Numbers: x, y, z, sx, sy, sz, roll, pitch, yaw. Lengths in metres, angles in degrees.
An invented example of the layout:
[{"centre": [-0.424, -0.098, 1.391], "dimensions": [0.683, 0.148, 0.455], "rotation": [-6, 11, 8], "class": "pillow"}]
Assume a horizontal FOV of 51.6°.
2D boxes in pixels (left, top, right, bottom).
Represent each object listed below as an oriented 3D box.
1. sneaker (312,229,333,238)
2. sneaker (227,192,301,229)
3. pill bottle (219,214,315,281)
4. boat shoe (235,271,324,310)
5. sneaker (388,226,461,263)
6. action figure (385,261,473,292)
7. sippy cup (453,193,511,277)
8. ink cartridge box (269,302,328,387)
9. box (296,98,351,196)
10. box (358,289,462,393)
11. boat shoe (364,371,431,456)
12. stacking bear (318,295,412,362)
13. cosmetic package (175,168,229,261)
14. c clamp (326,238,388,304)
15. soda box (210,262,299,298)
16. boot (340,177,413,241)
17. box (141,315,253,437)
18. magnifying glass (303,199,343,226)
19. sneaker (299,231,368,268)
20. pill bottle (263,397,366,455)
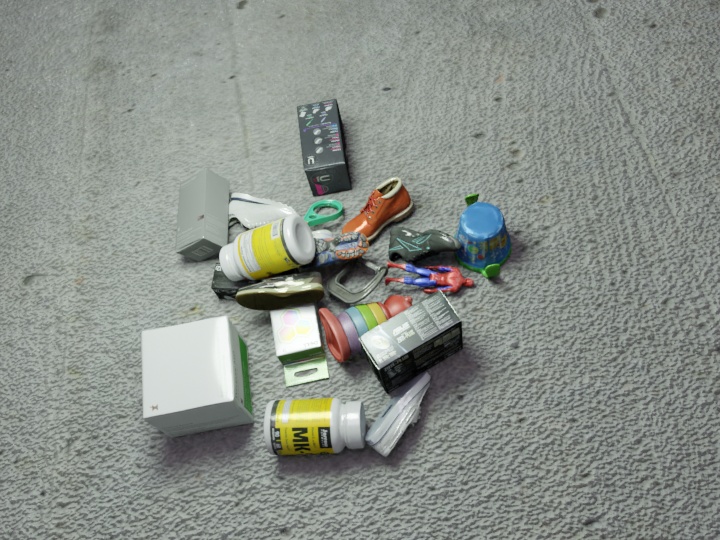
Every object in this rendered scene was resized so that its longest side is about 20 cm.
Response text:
[{"centre": [-0.161, -0.053, 1.778], "dimensions": [0.199, 0.072, 0.073], "rotation": [-6, 70, 10], "class": "sneaker"}, {"centre": [-0.238, -0.131, 1.833], "dimensions": [0.199, 0.076, 0.081], "rotation": [11, 73, 23], "class": "sneaker"}, {"centre": [-0.210, -0.044, 1.664], "dimensions": [0.199, 0.112, 0.113], "rotation": [-17, 60, 23], "class": "pill bottle"}, {"centre": [-0.179, 0.041, 1.669], "dimensions": [0.200, 0.072, 0.066], "rotation": [-6, 52, 7], "class": "boat shoe"}, {"centre": [0.144, -0.051, 1.707], "dimensions": [0.199, 0.075, 0.080], "rotation": [7, 74, 45], "class": "sneaker"}, {"centre": [0.158, 0.017, 1.701], "dimensions": [0.199, 0.052, 0.066], "rotation": [6, 70, 7], "class": "action figure"}, {"centre": [0.275, -0.083, 1.686], "dimensions": [0.178, 0.130, 0.140], "rotation": [40, 76, 23], "class": "sippy cup"}, {"centre": [-0.140, 0.150, 1.677], "dimensions": [0.103, 0.059, 0.201], "rotation": [-13, 62, 3], "class": "ink cartridge box"}, {"centre": [-0.091, -0.307, 1.860], "dimensions": [0.105, 0.122, 0.201], "rotation": [-10, 62, 4], "class": "box"}, {"centre": [0.110, 0.153, 1.576], "dimensions": [0.199, 0.164, 0.086], "rotation": [-30, 63, -6], "class": "box"}, {"centre": [0.091, 0.301, 1.568], "dimensions": [0.065, 0.074, 0.200], "rotation": [45, 71, -6], "class": "boat shoe"}, {"centre": [0.027, 0.116, 1.642], "dimensions": [0.199, 0.122, 0.114], "rotation": [-22, 31, -16], "class": "stacking bear"}, {"centre": [-0.386, -0.136, 1.828], "dimensions": [0.107, 0.090, 0.201], "rotation": [-23, 60, 31], "class": "cosmetic package"}, {"centre": [0.000, 0.000, 1.693], "dimensions": [0.171, 0.027, 0.200], "rotation": [-39, 29, -7], "class": "c clamp"}, {"centre": [-0.244, 0.027, 1.753], "dimensions": [0.199, 0.063, 0.071], "rotation": [1, 65, 10], "class": "soda box"}, {"centre": [0.028, -0.142, 1.765], "dimensions": [0.200, 0.107, 0.075], "rotation": [-35, 53, -8], "class": "boot"}, {"centre": [-0.350, 0.231, 1.608], "dimensions": [0.199, 0.172, 0.200], "rotation": [-11, 63, 4], "class": "box"}, {"centre": [-0.119, -0.122, 1.780], "dimensions": [0.079, 0.022, 0.200], "rotation": [23, 43, 32], "class": "magnifying glass"}, {"centre": [-0.073, -0.041, 1.713], "dimensions": [0.199, 0.078, 0.076], "rotation": [-4, 82, 12], "class": "sneaker"}, {"centre": [-0.092, 0.324, 1.552], "dimensions": [0.199, 0.114, 0.115], "rotation": [-4, 63, 8], "class": "pill bottle"}]
